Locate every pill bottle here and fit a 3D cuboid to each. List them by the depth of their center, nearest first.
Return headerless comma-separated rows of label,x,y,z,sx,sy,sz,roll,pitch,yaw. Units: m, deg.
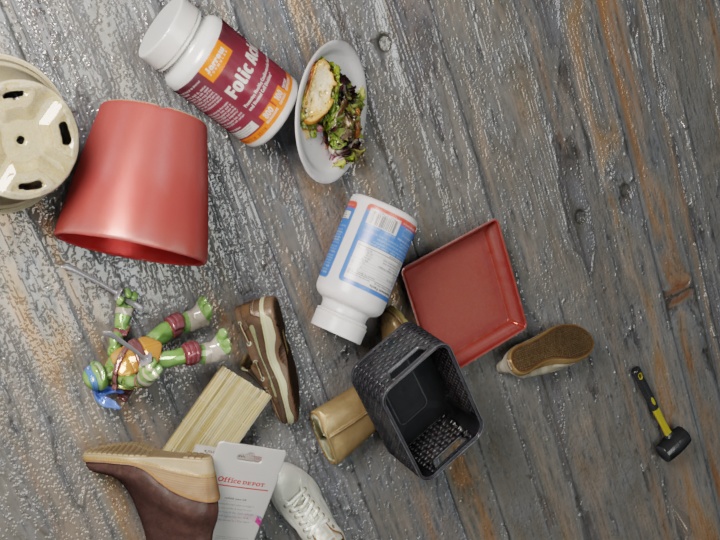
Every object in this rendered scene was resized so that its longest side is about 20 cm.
pill bottle,-0.189,-0.266,1.428,0.199,0.114,0.115,35,81,-29
pill bottle,0.000,0.000,1.580,0.111,0.112,0.203,25,86,-30

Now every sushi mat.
sushi mat,-0.217,0.237,1.524,0.095,0.012,0.201,33,95,-30

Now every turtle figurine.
turtle figurine,-0.276,0.082,1.419,0.191,0.143,0.204,-15,109,-30

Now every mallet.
mallet,0.543,0.269,1.979,0.066,0.041,0.201,-44,111,-14

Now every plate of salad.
plate of salad,-0.031,-0.224,1.520,0.199,0.047,0.204,-30,125,-56

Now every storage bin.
storage bin,0.087,0.197,1.608,0.135,0.093,0.202,-38,125,-16

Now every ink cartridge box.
ink cartridge box,-0.195,0.321,1.520,0.113,0.068,0.203,14,105,-31

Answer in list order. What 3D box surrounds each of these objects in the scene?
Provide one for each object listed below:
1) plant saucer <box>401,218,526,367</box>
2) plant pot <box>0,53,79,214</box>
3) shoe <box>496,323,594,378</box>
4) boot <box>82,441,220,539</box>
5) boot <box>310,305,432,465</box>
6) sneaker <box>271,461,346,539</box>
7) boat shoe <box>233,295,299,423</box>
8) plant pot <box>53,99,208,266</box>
plant saucer,0.163,0.045,1.723,0.198,0.037,0.203,-27,110,-24
plant pot,-0.421,-0.160,1.273,0.197,0.183,0.205,-5,100,-29
shoe,0.315,0.140,1.822,0.197,0.053,0.071,-11,71,-32
boot,-0.286,0.325,1.444,0.196,0.072,0.170,5,97,12
boot,0.008,0.176,1.640,0.198,0.066,0.178,-30,111,-21
sneaker,-0.069,0.375,1.617,0.073,0.084,0.202,-39,113,-16
boat shoe,-0.139,0.133,1.557,0.073,0.075,0.206,-8,112,6
plant pot,-0.279,-0.112,1.368,0.197,0.199,0.181,13,83,-30
